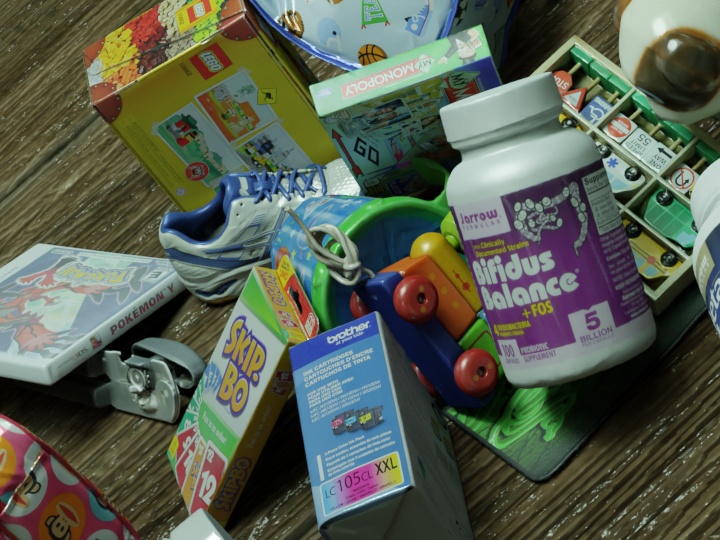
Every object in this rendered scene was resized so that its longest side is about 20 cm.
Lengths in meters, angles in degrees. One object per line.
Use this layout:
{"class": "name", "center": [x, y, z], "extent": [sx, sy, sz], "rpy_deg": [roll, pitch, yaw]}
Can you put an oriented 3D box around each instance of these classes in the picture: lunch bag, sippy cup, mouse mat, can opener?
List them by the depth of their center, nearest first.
{"class": "mouse mat", "center": [0.151, 0.050, 1.558], "extent": [0.200, 0.008, 0.161], "rpy_deg": [-47, 40, -8]}
{"class": "lunch bag", "center": [-0.269, 0.176, 1.603], "extent": [0.176, 0.200, 0.082], "rpy_deg": [9, 57, 45]}
{"class": "sippy cup", "center": [0.000, 0.000, 1.631], "extent": [0.177, 0.140, 0.130], "rpy_deg": [-19, 22, -24]}
{"class": "lunch bag", "center": [0.012, -0.230, 1.719], "extent": [0.199, 0.125, 0.170], "rpy_deg": [22, 20, 19]}
{"class": "can opener", "center": [-0.208, 0.081, 1.776], "extent": [0.199, 0.054, 0.067], "rpy_deg": [11, 27, 43]}

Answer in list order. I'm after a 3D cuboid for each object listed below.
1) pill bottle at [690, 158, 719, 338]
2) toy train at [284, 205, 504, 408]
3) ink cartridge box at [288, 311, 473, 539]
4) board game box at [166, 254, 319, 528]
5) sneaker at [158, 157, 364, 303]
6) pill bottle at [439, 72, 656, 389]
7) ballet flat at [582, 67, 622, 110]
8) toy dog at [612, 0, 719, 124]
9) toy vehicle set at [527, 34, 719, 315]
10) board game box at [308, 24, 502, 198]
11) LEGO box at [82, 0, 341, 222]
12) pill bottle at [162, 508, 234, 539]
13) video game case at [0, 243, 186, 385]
{"class": "pill bottle", "center": [0.282, 0.011, 1.414], "extent": [0.111, 0.111, 0.201], "rpy_deg": [-27, 41, 13]}
{"class": "toy train", "center": [0.048, -0.007, 1.537], "extent": [0.116, 0.200, 0.085], "rpy_deg": [-46, 16, -22]}
{"class": "ink cartridge box", "center": [0.016, 0.127, 1.485], "extent": [0.076, 0.137, 0.201], "rpy_deg": [-21, 42, 11]}
{"class": "board game box", "center": [-0.089, 0.091, 1.600], "extent": [0.201, 0.030, 0.096], "rpy_deg": [-62, 33, 25]}
{"class": "sneaker", "center": [-0.071, -0.048, 1.753], "extent": [0.199, 0.088, 0.075], "rpy_deg": [-30, 39, 8]}
{"class": "pill bottle", "center": [0.124, -0.029, 1.477], "extent": [0.112, 0.201, 0.112], "rpy_deg": [-19, 5, 2]}
{"class": "ballet flat", "center": [0.148, -0.088, 1.646], "extent": [0.200, 0.068, 0.067], "rpy_deg": [-46, 33, -12]}
{"class": "toy dog", "center": [0.279, -0.169, 1.507], "extent": [0.199, 0.194, 0.140], "rpy_deg": [-19, 48, -10]}
{"class": "toy vehicle set", "center": [0.186, -0.072, 1.567], "extent": [0.124, 0.027, 0.200], "rpy_deg": [-44, 63, -11]}
{"class": "board game box", "center": [0.048, -0.114, 1.630], "extent": [0.134, 0.200, 0.029], "rpy_deg": [-19, 69, 6]}
{"class": "LEGO box", "center": [-0.112, -0.131, 1.774], "extent": [0.148, 0.200, 0.077], "rpy_deg": [-29, 41, 10]}
{"class": "pill bottle", "center": [-0.159, 0.265, 1.503], "extent": [0.200, 0.114, 0.114], "rpy_deg": [-41, 40, -3]}
{"class": "video game case", "center": [-0.268, 0.033, 1.818], "extent": [0.199, 0.023, 0.182], "rpy_deg": [7, 32, 40]}
